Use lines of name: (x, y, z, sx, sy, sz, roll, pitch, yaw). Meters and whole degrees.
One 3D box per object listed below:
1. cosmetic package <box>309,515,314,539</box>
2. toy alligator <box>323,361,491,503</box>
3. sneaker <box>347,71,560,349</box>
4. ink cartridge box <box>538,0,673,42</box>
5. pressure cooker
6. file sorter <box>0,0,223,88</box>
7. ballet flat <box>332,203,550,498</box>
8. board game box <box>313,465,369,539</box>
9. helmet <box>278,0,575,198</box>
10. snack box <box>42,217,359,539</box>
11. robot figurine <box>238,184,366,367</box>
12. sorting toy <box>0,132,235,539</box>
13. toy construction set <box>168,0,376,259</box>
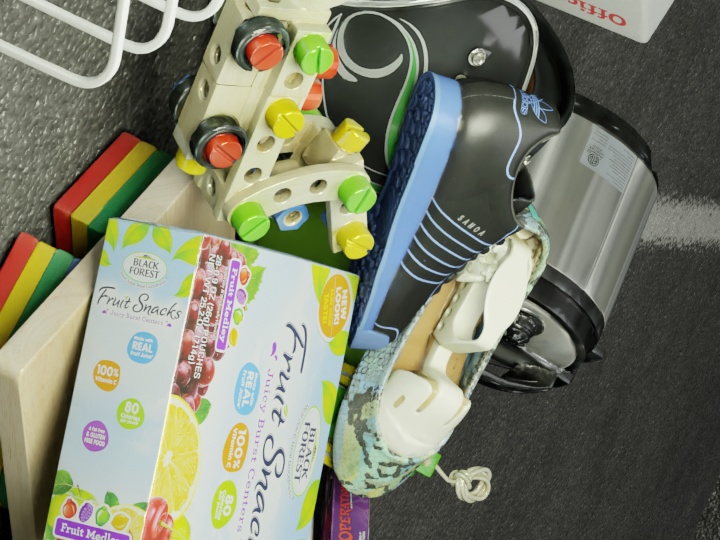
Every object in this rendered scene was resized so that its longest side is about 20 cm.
cosmetic package: (-0.066, 0.182, 1.690, 0.200, 0.050, 0.083, 123, -28, -73)
toy alligator: (0.007, 0.099, 1.562, 0.200, 0.054, 0.059, 31, 86, -48)
sneaker: (0.047, -0.024, 1.406, 0.200, 0.078, 0.070, 113, -18, -45)
ink cartridge box: (0.159, -0.284, 1.722, 0.146, 0.146, 0.200, -58, 160, -23)
pressure cooker: (0.105, -0.018, 1.837, 0.179, 0.175, 0.201, 81, 30, -66)
file sorter: (-0.105, -0.188, 1.175, 0.200, 0.124, 0.139, -41, 150, -51)
ballet flat: (0.048, 0.046, 1.477, 0.201, 0.074, 0.074, -65, 161, 3)
board game box: (-0.021, 0.183, 1.657, 0.200, 0.032, 0.120, 105, -14, -49)
helmet: (0.024, -0.131, 1.471, 0.200, 0.199, 0.191, -52, 153, -33)
snack box: (-0.083, 0.084, 1.356, 0.168, 0.067, 0.201, 17, 85, -61)
robot figurine: (0.000, 0.000, 1.598, 0.116, 0.200, 0.176, 32, 84, -35)
sorting toy: (-0.151, 0.042, 1.413, 0.199, 0.069, 0.200, -51, 157, -36)
toy construction set: (-0.028, -0.098, 1.317, 0.131, 0.092, 0.201, 1, 116, -32)
